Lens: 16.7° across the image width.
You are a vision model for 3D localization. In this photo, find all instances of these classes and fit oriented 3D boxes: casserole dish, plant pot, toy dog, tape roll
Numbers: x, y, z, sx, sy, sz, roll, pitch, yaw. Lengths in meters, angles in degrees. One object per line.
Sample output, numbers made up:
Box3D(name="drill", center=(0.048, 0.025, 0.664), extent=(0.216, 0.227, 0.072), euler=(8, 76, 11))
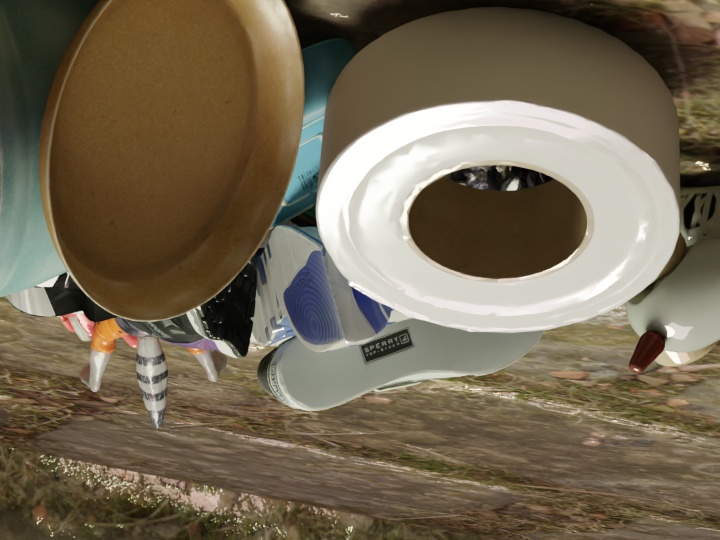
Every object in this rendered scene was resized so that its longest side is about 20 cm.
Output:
Box3D(name="casserole dish", center=(-0.043, -0.073, 1.451), extent=(0.121, 0.039, 0.200), euler=(-29, 166, -3))
Box3D(name="plant pot", center=(-0.180, -0.084, 1.351), extent=(0.134, 0.200, 0.200), euler=(-8, 178, -32))
Box3D(name="plant pot", center=(-0.102, -0.073, 1.293), extent=(0.027, 0.200, 0.200), euler=(17, 174, 36))
Box3D(name="toy dog", center=(0.230, 0.015, 1.466), extent=(0.132, 0.096, 0.200), euler=(39, 136, -17))
Box3D(name="tape roll", center=(0.075, -0.051, 1.356), extent=(0.202, 0.071, 0.202), euler=(2, 142, 2))

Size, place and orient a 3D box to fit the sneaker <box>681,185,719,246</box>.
Box3D(name="sneaker", center=(0.202, -0.024, 1.574), extent=(0.072, 0.072, 0.200), euler=(26, 157, -27))

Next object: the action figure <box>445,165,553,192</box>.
Box3D(name="action figure", center=(0.084, -0.039, 1.521), extent=(0.119, 0.102, 0.200), euler=(2, 170, -23))

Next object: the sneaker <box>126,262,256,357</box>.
Box3D(name="sneaker", center=(-0.121, 0.008, 1.476), extent=(0.088, 0.076, 0.200), euler=(6, 162, 8))

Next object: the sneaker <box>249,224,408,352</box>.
Box3D(name="sneaker", center=(0.000, 0.000, 1.541), extent=(0.115, 0.081, 0.199), euler=(-14, -177, -16))

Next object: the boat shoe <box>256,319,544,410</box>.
Box3D(name="boat shoe", center=(0.026, 0.045, 1.657), extent=(0.200, 0.071, 0.064), euler=(-13, -176, -19))

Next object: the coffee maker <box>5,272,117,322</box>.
Box3D(name="coffee maker", center=(-0.161, -0.043, 1.591), extent=(0.192, 0.135, 0.200), euler=(7, 167, 3))

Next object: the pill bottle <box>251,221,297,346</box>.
Box3D(name="pill bottle", center=(-0.022, 0.001, 1.735), extent=(0.200, 0.114, 0.114), euler=(7, 167, 1))

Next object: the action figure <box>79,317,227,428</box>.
Box3D(name="action figure", center=(-0.136, 0.027, 1.923), extent=(0.200, 0.105, 0.194), euler=(4, 139, 1))

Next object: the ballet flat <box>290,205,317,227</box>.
Box3D(name="ballet flat", center=(0.031, -0.030, 1.644), extent=(0.200, 0.068, 0.068), euler=(9, 143, 3))

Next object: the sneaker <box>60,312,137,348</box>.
Box3D(name="sneaker", center=(-0.225, 0.010, 1.989), extent=(0.074, 0.087, 0.200), euler=(-5, 161, 44))
